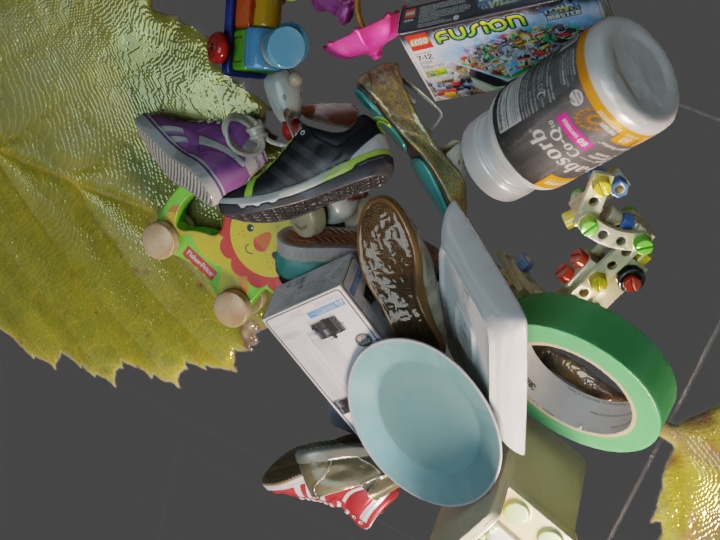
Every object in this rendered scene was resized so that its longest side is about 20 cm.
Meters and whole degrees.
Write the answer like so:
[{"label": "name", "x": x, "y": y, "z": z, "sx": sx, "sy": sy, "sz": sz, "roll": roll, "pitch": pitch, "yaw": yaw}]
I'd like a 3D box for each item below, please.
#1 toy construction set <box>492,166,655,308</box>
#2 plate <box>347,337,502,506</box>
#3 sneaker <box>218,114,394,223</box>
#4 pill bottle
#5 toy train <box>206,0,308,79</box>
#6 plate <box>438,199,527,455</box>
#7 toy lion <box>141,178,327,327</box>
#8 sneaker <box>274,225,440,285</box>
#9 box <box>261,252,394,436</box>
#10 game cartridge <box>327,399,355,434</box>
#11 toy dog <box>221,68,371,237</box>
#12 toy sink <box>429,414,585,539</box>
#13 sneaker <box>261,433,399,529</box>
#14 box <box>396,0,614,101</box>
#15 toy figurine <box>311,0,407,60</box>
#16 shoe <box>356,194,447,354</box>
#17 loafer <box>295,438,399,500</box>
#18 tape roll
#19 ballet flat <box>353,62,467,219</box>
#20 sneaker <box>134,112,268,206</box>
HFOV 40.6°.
[{"label": "toy construction set", "x": 0.223, "y": -0.013, "z": 1.016, "sx": 0.131, "sy": 0.093, "sz": 0.200, "roll": 33, "pitch": 131, "yaw": -20}, {"label": "plate", "x": 0.070, "y": 0.160, "z": 1.046, "sx": 0.199, "sy": 0.026, "sz": 0.202, "roll": 19, "pitch": 122, "yaw": 32}, {"label": "sneaker", "x": -0.058, "y": -0.109, "z": 1.021, "sx": 0.198, "sy": 0.072, "sz": 0.084, "roll": -16, "pitch": 80, "yaw": 10}, {"label": "pill bottle", "x": 0.195, "y": -0.147, "z": 0.939, "sx": 0.117, "sy": 0.116, "sz": 0.200, "roll": 54, "pitch": 140, "yaw": -4}, {"label": "toy train", "x": -0.096, "y": -0.305, "z": 1.020, "sx": 0.115, "sy": 0.084, "sz": 0.202, "roll": 15, "pitch": 102, "yaw": 56}, {"label": "plate", "x": 0.121, "y": 0.061, "z": 1.012, "sx": 0.032, "sy": 0.200, "sz": 0.201, "roll": -14, "pitch": 131, "yaw": -8}, {"label": "toy lion", "x": -0.144, "y": -0.045, "z": 1.191, "sx": 0.200, "sy": 0.069, "sz": 0.192, "roll": 41, "pitch": 114, "yaw": 4}, {"label": "sneaker", "x": 0.000, "y": 0.000, "z": 1.125, "sx": 0.198, "sy": 0.072, "sz": 0.081, "roll": 7, "pitch": 123, "yaw": 4}, {"label": "box", "x": -0.005, "y": 0.089, "z": 1.104, "sx": 0.116, "sy": 0.060, "sz": 0.201, "roll": -22, "pitch": 118, "yaw": 28}, {"label": "game cartridge", "x": 0.027, "y": 0.117, "z": 1.189, "sx": 0.132, "sy": 0.041, "sz": 0.202, "roll": 18, "pitch": 116, "yaw": 13}, {"label": "toy dog", "x": -0.046, "y": -0.132, "z": 1.081, "sx": 0.201, "sy": 0.132, "sz": 0.096, "roll": 52, "pitch": 144, "yaw": -13}, {"label": "toy sink", "x": 0.166, "y": 0.276, "z": 1.090, "sx": 0.112, "sy": 0.200, "sz": 0.131, "roll": 39, "pitch": 120, "yaw": -2}, {"label": "sneaker", "x": -0.037, "y": 0.281, "z": 1.263, "sx": 0.199, "sy": 0.071, "sz": 0.113, "roll": -22, "pitch": 114, "yaw": 43}, {"label": "box", "x": 0.147, "y": -0.230, "z": 0.961, "sx": 0.198, "sy": 0.035, "sz": 0.110, "roll": -6, "pitch": 149, "yaw": 26}, {"label": "toy figurine", "x": -0.014, "y": -0.312, "z": 0.996, "sx": 0.199, "sy": 0.149, "sz": 0.186, "roll": 35, "pitch": 133, "yaw": 33}, {"label": "shoe", "x": 0.047, "y": 0.013, "z": 1.057, "sx": 0.069, "sy": 0.053, "sz": 0.202, "roll": -12, "pitch": 103, "yaw": 22}, {"label": "loafer", "x": 0.024, "y": 0.232, "z": 1.147, "sx": 0.198, "sy": 0.075, "sz": 0.071, "roll": -5, "pitch": 88, "yaw": 2}, {"label": "tape roll", "x": 0.231, "y": 0.110, "z": 1.032, "sx": 0.199, "sy": 0.048, "sz": 0.201, "roll": 28, "pitch": 150, "yaw": 17}, {"label": "ballet flat", "x": 0.072, "y": -0.138, "z": 1.055, "sx": 0.070, "sy": 0.071, "sz": 0.201, "roll": -33, "pitch": 97, "yaw": 31}, {"label": "sneaker", "x": -0.183, "y": -0.153, "z": 1.162, "sx": 0.200, "sy": 0.114, "sz": 0.073, "roll": 37, "pitch": 158, "yaw": 37}]
